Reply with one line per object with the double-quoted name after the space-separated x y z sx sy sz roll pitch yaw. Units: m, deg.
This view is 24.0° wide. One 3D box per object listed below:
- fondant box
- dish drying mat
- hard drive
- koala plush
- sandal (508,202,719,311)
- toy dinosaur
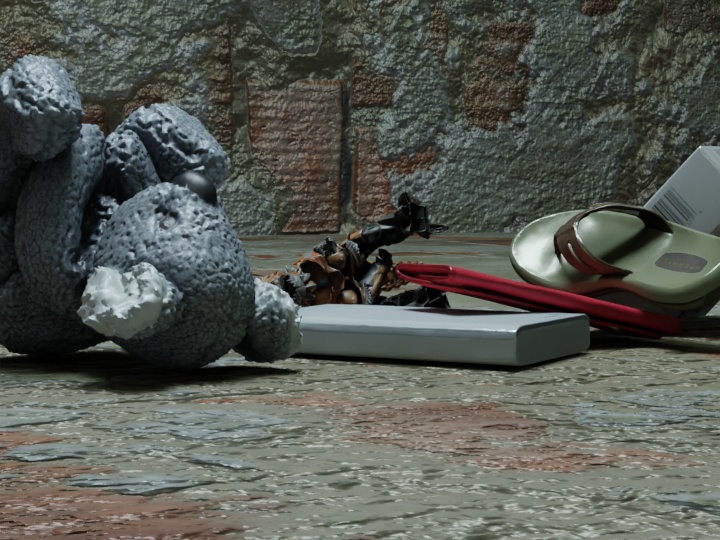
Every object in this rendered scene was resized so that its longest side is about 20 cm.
0.272 -0.027 1.341 0.058 0.144 0.199 50 25 20 "fondant box"
0.126 0.023 1.186 0.198 0.018 0.077 12 -4 -28 "dish drying mat"
0.038 0.041 1.133 0.198 0.027 0.132 2 3 28 "hard drive"
-0.136 -0.003 1.038 0.199 0.185 0.177 29 9 37 "koala plush"
0.185 -0.021 1.215 0.200 0.080 0.057 7 -37 51 "sandal"
0.000 0.000 1.363 0.135 0.103 0.200 -17 16 30 "toy dinosaur"
